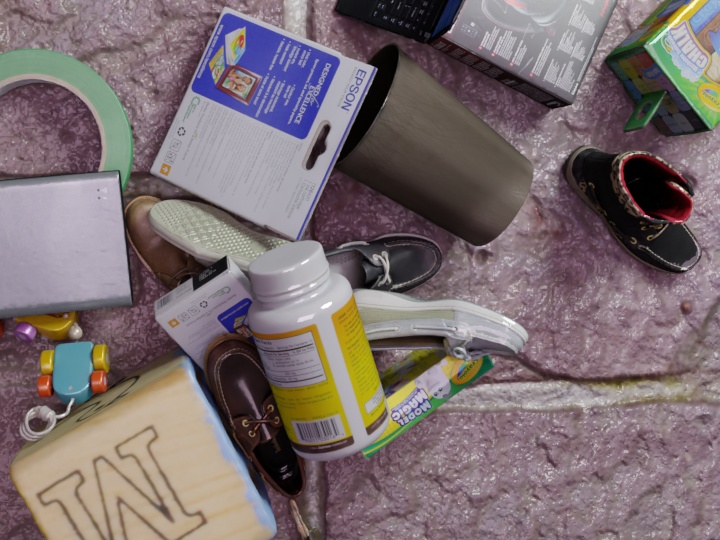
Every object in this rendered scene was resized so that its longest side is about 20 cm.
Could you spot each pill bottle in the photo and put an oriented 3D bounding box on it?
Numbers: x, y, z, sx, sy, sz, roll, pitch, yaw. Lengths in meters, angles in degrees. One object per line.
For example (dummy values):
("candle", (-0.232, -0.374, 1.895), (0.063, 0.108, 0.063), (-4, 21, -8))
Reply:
("pill bottle", (-0.046, 0.078, 1.089), (0.108, 0.109, 0.203), (-19, 109, -7))

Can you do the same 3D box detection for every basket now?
("basket", (0.079, -0.127, 1.191), (0.198, 0.182, 0.136), (32, 122, -19))

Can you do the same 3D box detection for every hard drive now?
("hard drive", (-0.342, -0.025, 1.138), (0.196, 0.033, 0.142), (-6, 99, -8))

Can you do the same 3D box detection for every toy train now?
("toy train", (-0.352, 0.097, 1.160), (0.150, 0.056, 0.199), (-39, 62, -22))

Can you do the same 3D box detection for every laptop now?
("laptop", (0.067, -0.342, 1.145), (0.198, 0.103, 0.179), (26, 90, 28))

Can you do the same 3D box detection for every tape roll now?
("tape roll", (-0.343, -0.131, 1.170), (0.197, 0.048, 0.204), (-1, 94, -9))

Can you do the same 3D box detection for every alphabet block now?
("alphabet block", (-0.221, 0.218, 1.143), (0.198, 0.195, 0.199), (-29, 96, -7))

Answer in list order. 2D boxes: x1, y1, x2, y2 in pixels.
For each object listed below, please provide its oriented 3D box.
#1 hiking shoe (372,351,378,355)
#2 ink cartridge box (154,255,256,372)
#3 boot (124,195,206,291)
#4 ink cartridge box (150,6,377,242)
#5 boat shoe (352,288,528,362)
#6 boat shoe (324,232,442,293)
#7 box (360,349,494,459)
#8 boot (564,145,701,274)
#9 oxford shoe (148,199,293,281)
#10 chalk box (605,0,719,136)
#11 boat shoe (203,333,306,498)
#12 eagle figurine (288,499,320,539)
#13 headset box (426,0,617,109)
("hiking shoe", (-0.023, 0.091, 1.230), (0.196, 0.074, 0.088), (-13, 101, 3))
("ink cartridge box", (-0.121, 0.081, 1.152), (0.094, 0.037, 0.201), (-31, 124, 9))
("boot", (-0.187, 0.003, 1.191), (0.073, 0.075, 0.201), (-37, 97, -2))
("ink cartridge box", (-0.101, -0.153, 1.167), (0.198, 0.047, 0.200), (25, 89, 18))
("boat shoe", (0.073, 0.066, 1.138), (0.198, 0.075, 0.066), (9, 73, 14))
("boat shoe", (0.000, 0.000, 1.226), (0.196, 0.060, 0.075), (-5, 95, -8))
("box", (0.046, 0.138, 1.215), (0.198, 0.117, 0.049), (-33, 97, -5))
("boot", (0.327, -0.065, 1.227), (0.200, 0.151, 0.073), (44, 87, -9))
("oxford shoe", (-0.137, -0.016, 1.163), (0.197, 0.076, 0.058), (23, 133, 6))
("chalk box", (0.368, -0.236, 1.236), (0.200, 0.124, 0.124), (-43, 99, -5))
("boat shoe", (-0.102, 0.154, 1.142), (0.070, 0.070, 0.202), (-29, 126, -7))
("eagle figurine", (-0.101, 0.375, 1.195), (0.151, 0.199, 0.152), (38, 131, 21))
("headset box", (0.171, -0.293, 1.225), (0.197, 0.075, 0.151), (24, 90, -10))
